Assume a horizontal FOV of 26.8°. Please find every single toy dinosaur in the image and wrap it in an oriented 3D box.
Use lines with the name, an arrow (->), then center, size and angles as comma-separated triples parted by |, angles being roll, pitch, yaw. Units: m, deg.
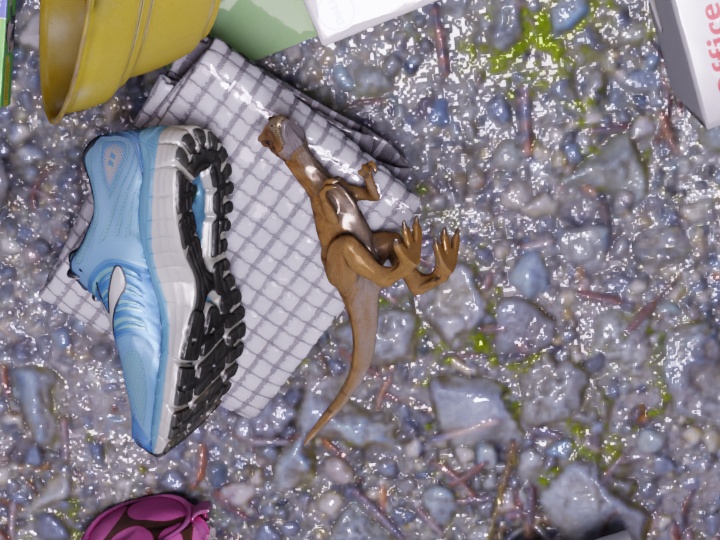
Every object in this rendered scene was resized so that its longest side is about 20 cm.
toy dinosaur -> 0.000, 0.000, 0.858 | 0.106, 0.060, 0.202 | -1, 112, 36

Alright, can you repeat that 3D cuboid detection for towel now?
towel -> -0.079, -0.029, 0.922 | 0.165, 0.086, 0.200 | 33, 113, -8

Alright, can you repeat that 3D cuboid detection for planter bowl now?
planter bowl -> -0.121, -0.177, 0.831 | 0.083, 0.200, 0.202 | 3, 109, -20

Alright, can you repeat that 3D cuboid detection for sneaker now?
sneaker -> -0.122, 0.010, 0.871 | 0.089, 0.078, 0.202 | 10, 112, 23

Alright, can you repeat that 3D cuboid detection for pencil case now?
pencil case -> -0.116, 0.253, 1.019 | 0.093, 0.091, 0.201 | -20, 110, -7

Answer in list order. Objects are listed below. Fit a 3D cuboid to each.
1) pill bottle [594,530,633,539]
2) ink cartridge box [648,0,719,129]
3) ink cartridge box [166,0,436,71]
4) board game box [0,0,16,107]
pill bottle -> 0.101, 0.250, 0.999 | 0.199, 0.113, 0.114 | -21, 107, 8
ink cartridge box -> 0.266, -0.184, 0.871 | 0.198, 0.085, 0.146 | -18, 107, 8
ink cartridge box -> -0.047, -0.202, 0.889 | 0.199, 0.048, 0.146 | -21, 107, 5
board game box -> -0.267, -0.203, 0.885 | 0.133, 0.029, 0.202 | 5, 99, -1
